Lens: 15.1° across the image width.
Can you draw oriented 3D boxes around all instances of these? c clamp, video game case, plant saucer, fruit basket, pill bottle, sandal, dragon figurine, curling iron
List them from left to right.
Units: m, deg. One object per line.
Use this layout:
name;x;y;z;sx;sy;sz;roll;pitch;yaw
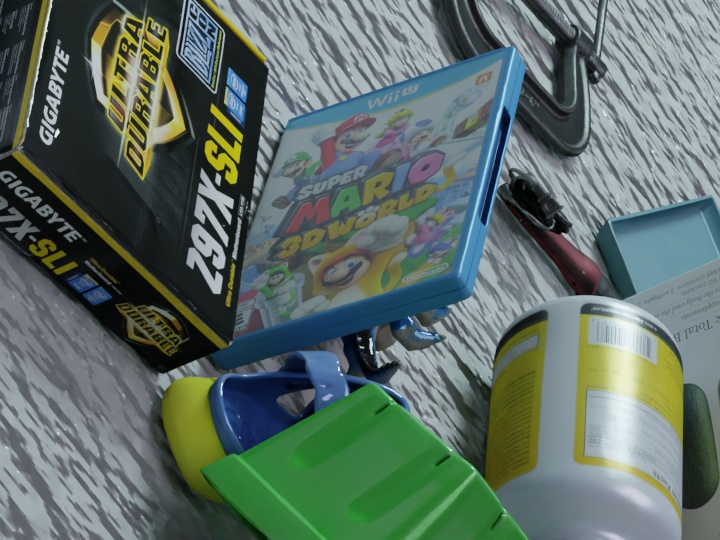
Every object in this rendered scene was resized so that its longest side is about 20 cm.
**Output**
sandal;-0.008;0.086;1.349;0.200;0.087;0.080;17;53;-57
fruit basket;-0.002;0.187;1.258;0.215;0.216;0.155;38;0;-42
dragon figurine;0.000;0.000;1.439;0.100;0.059;0.200;62;18;-10
video game case;0.006;-0.035;1.401;0.018;0.143;0.200;58;29;-29
c clamp;0.110;-0.165;1.808;0.200;0.027;0.172;37;45;-45
pill bottle;0.124;0.119;1.523;0.112;0.112;0.201;46;35;-33
curling iron;0.146;0.009;1.727;0.200;0.026;0.050;51;-5;-33
plant saucer;0.215;-0.010;1.874;0.200;0.019;0.070;-13;81;-61

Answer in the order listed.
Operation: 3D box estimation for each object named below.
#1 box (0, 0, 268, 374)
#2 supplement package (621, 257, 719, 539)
box;-0.117;-0.073;1.321;0.160;0.049;0.201;47;34;-36
supplement package;0.232;0.121;1.660;0.150;0.151;0.201;30;45;-44
